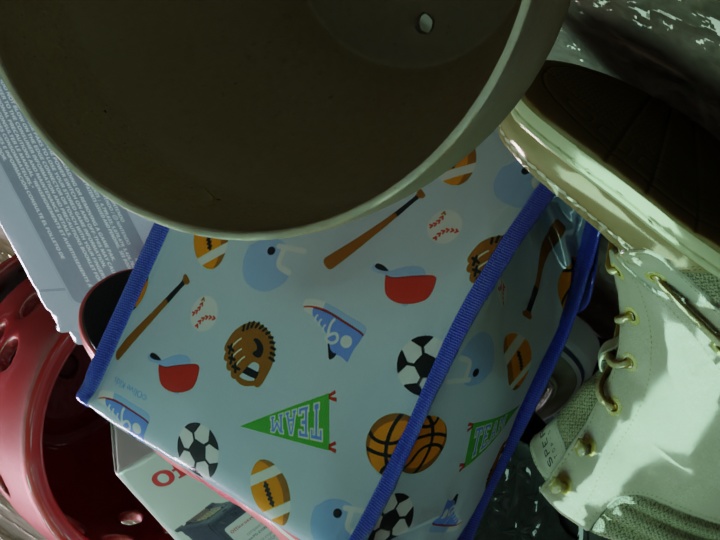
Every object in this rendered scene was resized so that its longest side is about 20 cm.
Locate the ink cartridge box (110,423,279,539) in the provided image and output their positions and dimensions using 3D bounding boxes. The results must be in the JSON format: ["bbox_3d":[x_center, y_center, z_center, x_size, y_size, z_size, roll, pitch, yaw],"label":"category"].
[{"bbox_3d":[-0.037,0.125,1.325,0.200,0.144,0.084,52,-167,-31],"label":"ink cartridge box"}]

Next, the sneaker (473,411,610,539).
[{"bbox_3d":[0.075,0.138,1.055,0.104,0.060,0.201,4,124,4],"label":"sneaker"}]

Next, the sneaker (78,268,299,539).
[{"bbox_3d":[-0.055,0.080,1.082,0.200,0.074,0.087,41,155,12],"label":"sneaker"}]

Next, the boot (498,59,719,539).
[{"bbox_3d":[0.107,0.024,0.867,0.200,0.072,0.155,36,126,-6],"label":"boot"}]

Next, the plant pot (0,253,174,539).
[{"bbox_3d":[-0.164,0.081,1.424,0.182,0.201,0.201,16,153,54],"label":"plant pot"}]

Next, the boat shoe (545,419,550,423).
[{"bbox_3d":[0.039,0.082,1.206,0.070,0.070,0.200,43,174,-16],"label":"boat shoe"}]

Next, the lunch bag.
[{"bbox_3d":[0.002,0.006,0.953,0.170,0.201,0.124,26,-172,28],"label":"lunch bag"}]

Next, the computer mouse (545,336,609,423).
[{"bbox_3d":[0.100,0.024,1.067,0.058,0.034,0.200,8,141,33],"label":"computer mouse"}]

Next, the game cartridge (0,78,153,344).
[{"bbox_3d":[-0.132,-0.049,1.089,0.133,0.040,0.201,0,125,38],"label":"game cartridge"}]

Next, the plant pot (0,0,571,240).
[{"bbox_3d":[-0.008,-0.113,0.715,0.200,0.201,0.134,30,-164,22],"label":"plant pot"}]

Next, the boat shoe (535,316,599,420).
[{"bbox_3d":[0.035,0.072,1.083,0.072,0.062,0.200,44,138,-19],"label":"boat shoe"}]
